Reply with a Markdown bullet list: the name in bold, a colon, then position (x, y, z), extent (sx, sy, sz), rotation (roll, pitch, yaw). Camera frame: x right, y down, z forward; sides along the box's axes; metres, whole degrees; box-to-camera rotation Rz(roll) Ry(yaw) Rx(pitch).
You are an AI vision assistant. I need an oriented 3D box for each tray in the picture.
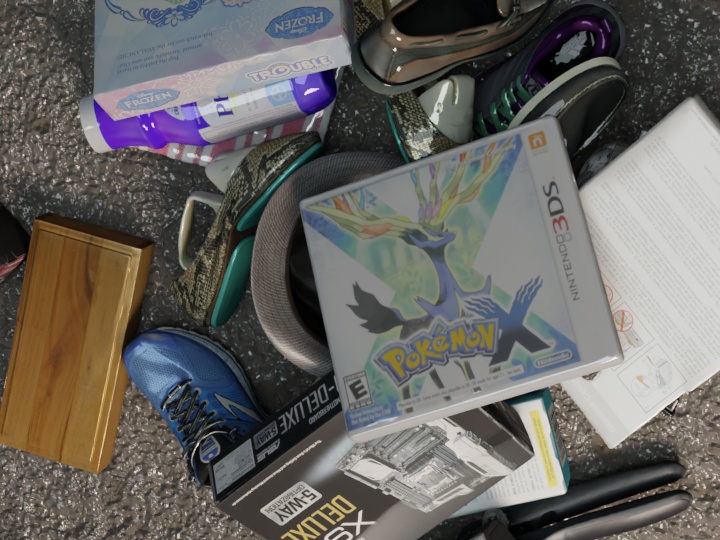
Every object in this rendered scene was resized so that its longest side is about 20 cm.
- **tray**: position (-0.244, 0.062, 1.347), extent (0.098, 0.037, 0.202), rotation (15, 103, 9)

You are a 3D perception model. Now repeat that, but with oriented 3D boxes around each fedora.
- **fedora**: position (0.000, 0.000, 1.231), extent (0.198, 0.090, 0.179), rotation (3, 89, -18)

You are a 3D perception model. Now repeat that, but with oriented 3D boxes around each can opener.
- **can opener**: position (0.170, 0.200, 1.279), extent (0.199, 0.079, 0.064), rotation (-27, 55, 13)

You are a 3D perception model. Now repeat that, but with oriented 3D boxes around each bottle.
- **bottle**: position (-0.121, -0.141, 1.235), extent (0.198, 0.065, 0.084), rotation (-14, 83, 13)

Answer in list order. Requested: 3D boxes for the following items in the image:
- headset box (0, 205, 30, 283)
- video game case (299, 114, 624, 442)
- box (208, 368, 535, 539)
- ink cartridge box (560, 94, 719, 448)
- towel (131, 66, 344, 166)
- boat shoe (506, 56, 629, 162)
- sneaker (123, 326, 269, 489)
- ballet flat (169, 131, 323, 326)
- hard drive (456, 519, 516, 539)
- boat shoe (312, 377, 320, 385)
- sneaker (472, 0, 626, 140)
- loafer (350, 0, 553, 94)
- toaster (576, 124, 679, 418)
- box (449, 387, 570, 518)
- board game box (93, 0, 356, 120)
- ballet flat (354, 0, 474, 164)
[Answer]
- **headset box**: position (-0.368, 0.017, 1.307), extent (0.200, 0.149, 0.075), rotation (-41, 91, 17)
- **video game case**: position (0.066, 0.006, 1.109), extent (0.198, 0.022, 0.184), rotation (-18, 70, 14)
- **box**: position (0.008, 0.143, 1.207), extent (0.199, 0.050, 0.158), rotation (-37, 128, 16)
- **ink cartridge box**: position (0.208, 0.001, 1.117), extent (0.200, 0.050, 0.161), rotation (-40, 82, 17)
- **towel**: position (-0.116, -0.153, 1.280), extent (0.198, 0.030, 0.148), rotation (16, 105, 9)
- **boat shoe**: position (0.128, -0.068, 1.158), extent (0.200, 0.072, 0.068), rotation (-46, 51, 8)
- **sneaker**: position (-0.118, 0.126, 1.304), extent (0.200, 0.089, 0.079), rotation (43, 105, 2)
- **ballet flat**: position (-0.103, -0.045, 1.260), extent (0.075, 0.068, 0.201), rotation (38, 122, 12)
- **hard drive**: position (0.083, 0.297, 1.284), extent (0.140, 0.033, 0.200), rotation (50, 131, -1)
- **boat shoe**: position (0.058, 0.090, 1.268), extent (0.198, 0.073, 0.063), rotation (-16, 118, 13)
- **sneaker**: position (0.115, -0.129, 1.203), extent (0.074, 0.088, 0.200), rotation (44, 106, 1)
- **loafer**: position (0.082, -0.192, 1.151), extent (0.072, 0.199, 0.063), rotation (51, 151, 9)
- **toaster**: position (0.210, -0.004, 1.195), extent (0.128, 0.114, 0.202), rotation (21, 103, 11)
- **box**: position (0.065, 0.156, 1.290), extent (0.198, 0.049, 0.083), rotation (-14, 98, 15)
- **board game box**: position (-0.105, -0.228, 1.203), extent (0.198, 0.043, 0.201), rotation (-11, 63, 15)
- **ballet flat**: position (0.045, -0.150, 1.196), extent (0.075, 0.067, 0.201), rotation (-37, 67, 35)
